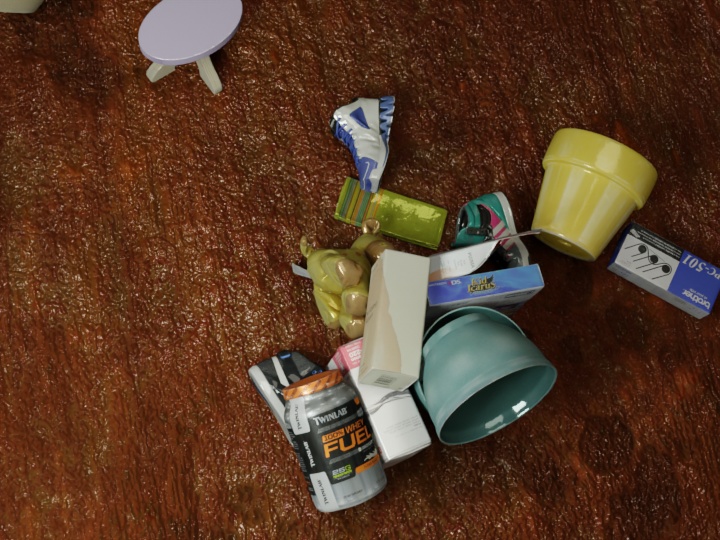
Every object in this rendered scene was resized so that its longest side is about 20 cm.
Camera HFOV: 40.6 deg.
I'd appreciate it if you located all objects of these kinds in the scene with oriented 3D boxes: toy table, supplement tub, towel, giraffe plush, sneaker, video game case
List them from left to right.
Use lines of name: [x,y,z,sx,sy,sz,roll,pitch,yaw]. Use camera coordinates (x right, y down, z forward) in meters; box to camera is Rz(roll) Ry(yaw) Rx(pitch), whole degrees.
toy table: [-0.307,-0.421,1.774,0.200,0.117,0.184,-23,77,-15]
sneaker: [-0.090,0.219,1.620,0.112,0.073,0.200,-31,78,-16]
supplement tub: [-0.045,0.264,1.524,0.122,0.123,0.200,-21,91,-15]
sneaker: [-0.004,-0.240,1.790,0.115,0.081,0.200,9,64,-2]
giraffe plush: [0.000,0.000,1.684,0.162,0.173,0.200,-24,42,-26]
towel: [0.057,-0.105,1.781,0.200,0.018,0.086,18,71,-3]
video game case: [0.186,0.050,1.650,0.200,0.181,0.046,-9,73,-13]
sneaker: [0.228,-0.046,1.752,0.121,0.084,0.200,-10,66,-17]

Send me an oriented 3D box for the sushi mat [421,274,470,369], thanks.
sushi mat: [0.145,0.095,1.732,0.200,0.012,0.096,-31,79,-17]

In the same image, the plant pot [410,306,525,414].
plant pot: [0.170,0.169,1.625,0.200,0.161,0.201,2,80,-11]

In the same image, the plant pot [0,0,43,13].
plant pot: [-0.631,-0.532,1.737,0.200,0.200,0.135,1,107,-9]

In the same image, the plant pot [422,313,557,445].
plant pot: [0.174,0.150,1.462,0.200,0.200,0.134,-22,59,-15]

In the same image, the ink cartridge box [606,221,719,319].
ink cartridge box: [0.571,0.000,1.815,0.200,0.044,0.094,28,71,1]

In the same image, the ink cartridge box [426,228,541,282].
ink cartridge box: [0.210,-0.025,1.638,0.200,0.162,0.050,-11,92,12]

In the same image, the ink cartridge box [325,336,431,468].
ink cartridge box: [0.027,0.219,1.600,0.085,0.146,0.200,-22,76,-18]

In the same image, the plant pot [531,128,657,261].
plant pot: [0.406,-0.128,1.764,0.201,0.201,0.189,27,86,0]

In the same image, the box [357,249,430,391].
box: [0.054,0.078,1.529,0.078,0.095,0.200,12,65,-11]
